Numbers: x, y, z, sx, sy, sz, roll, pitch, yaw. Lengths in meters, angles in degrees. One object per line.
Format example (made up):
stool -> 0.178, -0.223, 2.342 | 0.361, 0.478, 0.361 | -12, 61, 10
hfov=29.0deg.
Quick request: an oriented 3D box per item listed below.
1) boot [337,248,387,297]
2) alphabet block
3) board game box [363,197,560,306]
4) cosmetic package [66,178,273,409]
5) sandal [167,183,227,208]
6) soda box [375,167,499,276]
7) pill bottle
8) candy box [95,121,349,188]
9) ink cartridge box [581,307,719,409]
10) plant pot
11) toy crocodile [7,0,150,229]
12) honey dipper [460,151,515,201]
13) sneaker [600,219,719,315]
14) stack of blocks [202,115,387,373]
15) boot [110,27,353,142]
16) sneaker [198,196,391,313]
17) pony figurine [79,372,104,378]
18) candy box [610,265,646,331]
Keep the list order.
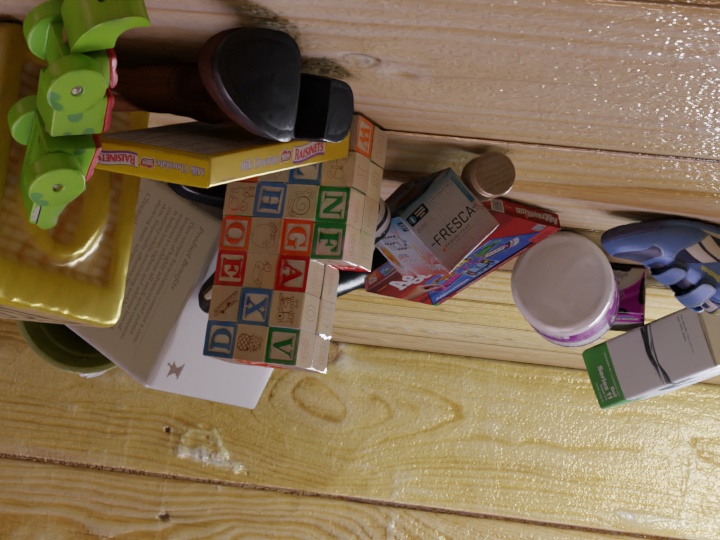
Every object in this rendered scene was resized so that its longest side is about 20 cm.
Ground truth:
boot -> 0.000, -0.001, 1.548 | 0.197, 0.074, 0.162 | 8, -163, 41
alphabet block -> -0.301, -0.068, 1.054 | 0.198, 0.198, 0.196 | 5, 174, 24
board game box -> 0.102, -0.017, 1.435 | 0.102, 0.020, 0.199 | 13, 148, -34
cosmetic package -> -0.180, 0.009, 1.356 | 0.199, 0.169, 0.166 | 31, -174, 36
sandal -> -0.097, -0.073, 1.280 | 0.199, 0.076, 0.048 | 22, 154, -32
soda box -> 0.057, -0.040, 1.248 | 0.068, 0.064, 0.200 | 47, 172, -7
pill bottle -> 0.235, 0.027, 1.563 | 0.111, 0.114, 0.200 | 5, 173, 14
candy box -> -0.097, -0.090, 1.017 | 0.101, 0.027, 0.199 | 9, -166, 27
ink cartridge box -> 0.407, 0.102, 1.766 | 0.145, 0.084, 0.199 | -7, 165, -39
plant pot -> -0.379, 0.033, 2.008 | 0.197, 0.203, 0.190 | 7, -174, 1
toy crocodile -> -0.186, -0.105, 0.895 | 0.061, 0.068, 0.201 | -5, 140, -29
honey dipper -> 0.093, -0.076, 1.243 | 0.037, 0.039, 0.200 | 8, 177, -10
sneaker -> 0.331, -0.002, 1.374 | 0.197, 0.083, 0.074 | 10, 173, -10
stack of blocks -> -0.052, -0.022, 1.124 | 0.114, 0.203, 0.058 | 4, 171, 25
boot -> -0.126, -0.134, 0.950 | 0.198, 0.069, 0.188 | 10, -173, 21
sneaker -> -0.068, -0.045, 1.223 | 0.199, 0.117, 0.075 | -29, 152, 22
pony figurine -> -0.571, 0.157, 3.225 | 0.198, 0.169, 0.192 | -16, 170, 29
candy box -> 0.293, 0.035, 1.758 | 0.134, 0.062, 0.200 | 3, 171, 11
